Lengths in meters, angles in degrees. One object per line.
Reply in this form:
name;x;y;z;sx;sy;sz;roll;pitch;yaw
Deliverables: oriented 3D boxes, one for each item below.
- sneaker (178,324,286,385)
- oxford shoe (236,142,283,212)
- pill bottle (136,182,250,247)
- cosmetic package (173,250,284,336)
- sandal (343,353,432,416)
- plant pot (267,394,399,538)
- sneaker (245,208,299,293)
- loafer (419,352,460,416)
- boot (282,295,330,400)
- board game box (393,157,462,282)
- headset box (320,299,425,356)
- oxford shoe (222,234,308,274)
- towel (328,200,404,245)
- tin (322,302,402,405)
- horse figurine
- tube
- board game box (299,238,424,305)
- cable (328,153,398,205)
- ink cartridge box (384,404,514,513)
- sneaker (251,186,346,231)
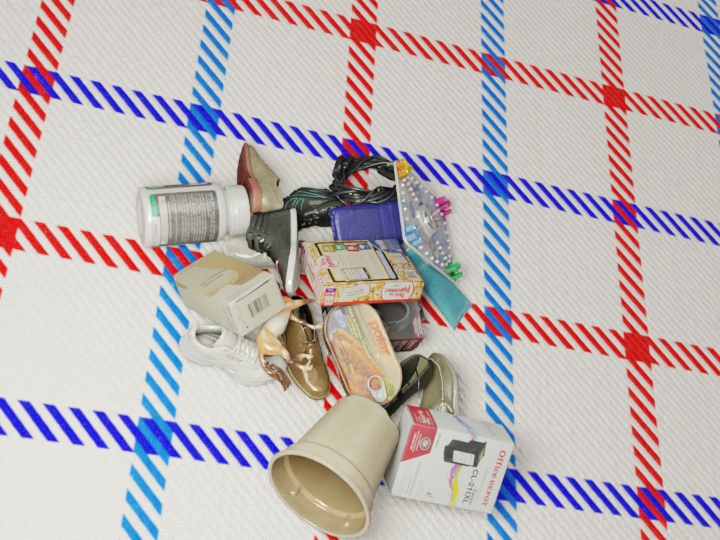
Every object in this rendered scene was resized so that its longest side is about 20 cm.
sneaker;-0.225;0.149;1.625;0.198;0.100;0.076;17;59;-13
oxford shoe;-0.200;-0.180;1.790;0.074;0.071;0.201;4;43;-22
pill bottle;-0.315;-0.107;1.707;0.198;0.113;0.114;-6;68;-21
cosmetic package;-0.238;0.037;1.621;0.105;0.199;0.072;-36;124;-29
sandal;0.047;0.229;1.705;0.200;0.057;0.080;-29;99;-17
plant pot;-0.030;0.324;1.572;0.200;0.201;0.184;38;49;1
sneaker;-0.164;-0.033;1.687;0.098;0.071;0.201;-4;48;-2
loafer;0.147;0.253;1.720;0.069;0.075;0.202;0;66;-24
boot;-0.103;0.142;1.686;0.073;0.076;0.202;-13;72;-26
board game box;0.138;-0.102;1.825;0.200;0.026;0.202;36;39;-46
headset box;0.029;0.080;1.760;0.198;0.077;0.150;-1;66;-18
oxford shoe;-0.168;-0.037;1.759;0.198;0.058;0.076;10;65;-13
towel;0.035;-0.066;1.831;0.198;0.049;0.149;-9;90;-25
tin;0.002;0.152;1.657;0.111;0.042;0.202;-20;82;-14
horse figurine;-0.138;0.110;1.629;0.131;0.050;0.202;16;64;-6
tube;0.150;0.024;1.828;0.200;0.050;0.078;50;62;-17
board game box;0.000;0.000;1.703;0.198;0.047;0.152;-2;34;-20
cable;0.019;-0.177;1.846;0.161;0.051;0.201;12;30;-2
ink cartridge box;0.160;0.341;1.637;0.198;0.083;0.147;13;103;-12
sneaker;-0.129;-0.120;1.815;0.198;0.076;0.080;-9;51;-26
